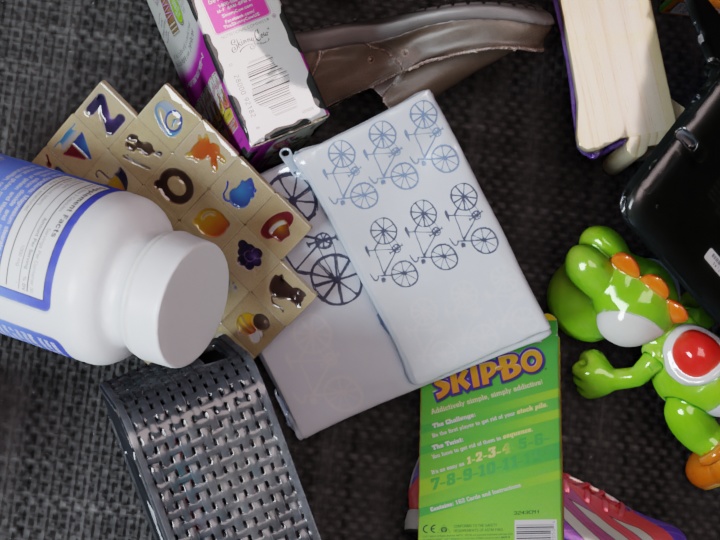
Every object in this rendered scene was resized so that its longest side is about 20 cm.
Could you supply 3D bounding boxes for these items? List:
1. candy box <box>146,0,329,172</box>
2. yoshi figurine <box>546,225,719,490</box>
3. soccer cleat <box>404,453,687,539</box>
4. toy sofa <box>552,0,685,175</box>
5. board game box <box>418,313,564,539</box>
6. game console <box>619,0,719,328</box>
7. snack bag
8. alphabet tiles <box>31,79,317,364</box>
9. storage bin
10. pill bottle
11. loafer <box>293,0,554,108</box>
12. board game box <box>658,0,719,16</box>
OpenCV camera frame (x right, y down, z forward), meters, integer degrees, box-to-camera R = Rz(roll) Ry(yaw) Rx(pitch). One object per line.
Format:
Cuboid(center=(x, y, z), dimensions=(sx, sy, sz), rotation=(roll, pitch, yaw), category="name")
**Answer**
Cuboid(center=(-0.095, -0.170, 1.448), dimensions=(0.061, 0.136, 0.201), rotation=(-24, 87, -13), category="candy box")
Cuboid(center=(0.202, 0.052, 1.499), dimensions=(0.112, 0.113, 0.200), rotation=(-35, 105, 27), category="yoshi figurine")
Cuboid(center=(0.131, 0.162, 1.477), dimensions=(0.199, 0.068, 0.074), rotation=(9, 78, -4), category="soccer cleat")
Cuboid(center=(0.174, -0.172, 1.512), dimensions=(0.097, 0.083, 0.201), rotation=(-11, 85, -6), category="toy sofa")
Cuboid(center=(0.087, 0.119, 1.445), dimensions=(0.095, 0.030, 0.201), rotation=(-2, 59, 7), category="board game box")
Cuboid(center=(0.246, -0.064, 1.457), dimensions=(0.176, 0.116, 0.200), rotation=(-52, 125, -7), category="game console")
Cuboid(center=(0.000, 0.000, 1.432), dimensions=(0.199, 0.021, 0.189), rotation=(-23, 106, 15), category="snack bag")
Cuboid(center=(-0.129, -0.023, 1.440), dimensions=(0.200, 0.006, 0.166), rotation=(45, 119, 0), category="alphabet tiles")
Cuboid(center=(-0.088, 0.155, 1.393), dimensions=(0.093, 0.135, 0.201), rotation=(-22, 100, -10), category="storage bin")
Cuboid(center=(-0.188, -0.004, 1.388), dimensions=(0.199, 0.112, 0.113), rotation=(17, 80, 25), category="pill bottle")
Cuboid(center=(0.038, -0.142, 1.485), dimensions=(0.199, 0.073, 0.071), rotation=(-8, 96, 17), category="loafer")
Cuboid(center=(0.332, -0.283, 1.487), dimensions=(0.199, 0.200, 0.201), rotation=(6, 83, -6), category="board game box")
